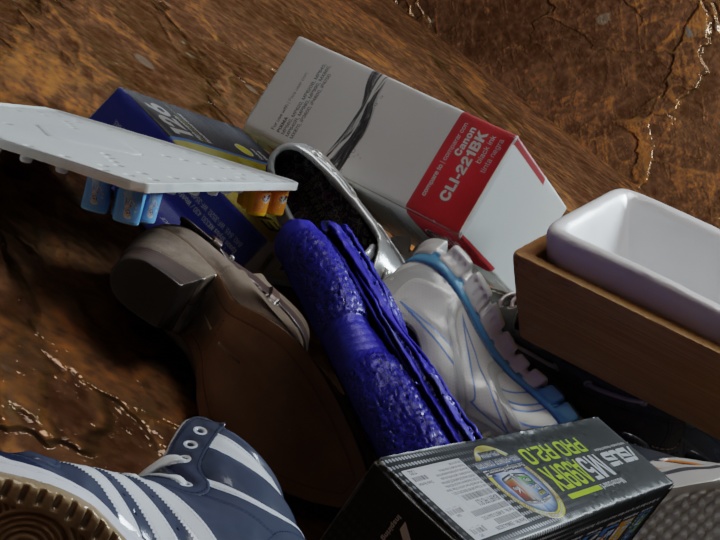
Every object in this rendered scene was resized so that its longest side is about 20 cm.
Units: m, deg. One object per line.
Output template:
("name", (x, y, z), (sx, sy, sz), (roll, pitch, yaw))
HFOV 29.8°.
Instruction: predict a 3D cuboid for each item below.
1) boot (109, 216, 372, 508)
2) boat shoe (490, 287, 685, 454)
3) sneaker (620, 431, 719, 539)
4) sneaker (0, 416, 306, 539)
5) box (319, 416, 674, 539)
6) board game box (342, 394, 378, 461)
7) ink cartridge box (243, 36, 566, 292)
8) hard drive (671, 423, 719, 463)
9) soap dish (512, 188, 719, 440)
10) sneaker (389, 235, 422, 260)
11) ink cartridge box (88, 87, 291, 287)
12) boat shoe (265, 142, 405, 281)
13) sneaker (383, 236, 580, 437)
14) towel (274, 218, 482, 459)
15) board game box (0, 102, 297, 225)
("boot", (-0.056, 0.045, 0.762), (0.200, 0.070, 0.146), (45, 9, 9))
("boat shoe", (0.133, 0.052, 0.896), (0.200, 0.057, 0.067), (38, 34, 28))
("sneaker", (0.162, 0.133, 0.761), (0.199, 0.079, 0.079), (8, 15, -17))
("sneaker", (-0.098, 0.094, 0.516), (0.199, 0.070, 0.109), (28, 17, -31))
("box", (0.025, 0.133, 0.486), (0.044, 0.161, 0.200), (40, 16, 24))
("board game box", (0.071, 0.146, 0.797), (0.200, 0.024, 0.105), (44, 20, 30))
("ink cartridge box", (0.034, -0.075, 0.996), (0.199, 0.084, 0.144), (28, -6, 28))
("hard drive", (0.224, 0.122, 0.926), (0.200, 0.038, 0.140), (41, -27, 39))
("soap dish", (0.205, 0.030, 0.840), (0.199, 0.082, 0.157), (27, 25, 22))
("sneaker", (0.072, 0.064, 0.972), (0.200, 0.075, 0.081), (37, 36, 0))
("ink cartridge box", (-0.105, -0.060, 1.002), (0.198, 0.047, 0.200), (45, 16, 30))
("boat shoe", (0.000, 0.000, 0.893), (0.201, 0.072, 0.069), (63, 3, 7))
("sneaker", (0.069, 0.083, 0.834), (0.200, 0.086, 0.075), (53, -25, 10))
("towel", (0.025, 0.076, 0.703), (0.200, 0.049, 0.148), (61, -3, 37))
("board game box", (-0.165, -0.067, 0.813), (0.199, 0.026, 0.200), (18, 10, 20))
